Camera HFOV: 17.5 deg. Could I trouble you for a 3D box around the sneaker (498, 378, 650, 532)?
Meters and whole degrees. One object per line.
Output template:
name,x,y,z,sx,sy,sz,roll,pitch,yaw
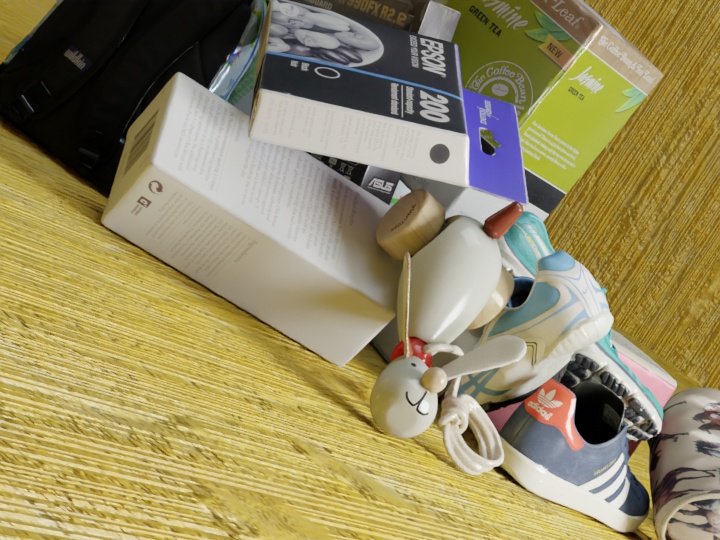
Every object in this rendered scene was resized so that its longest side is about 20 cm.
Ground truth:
sneaker,0.170,0.128,1.679,0.075,0.085,0.200,37,6,32

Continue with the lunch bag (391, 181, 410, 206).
lunch bag,-0.053,-0.088,2.013,0.160,0.076,0.199,34,-17,-32

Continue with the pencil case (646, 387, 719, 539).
pencil case,0.261,0.158,1.753,0.089,0.078,0.200,17,22,-3

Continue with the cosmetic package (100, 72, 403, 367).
cosmetic package,-0.068,-0.034,1.581,0.199,0.071,0.102,32,39,-17

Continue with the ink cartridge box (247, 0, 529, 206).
ink cartridge box,0.024,-0.121,1.632,0.198,0.044,0.198,14,24,-7

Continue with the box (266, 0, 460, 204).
box,-0.036,-0.159,1.813,0.199,0.159,0.048,24,6,34

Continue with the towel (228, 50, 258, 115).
towel,-0.127,-0.137,1.805,0.200,0.149,0.031,48,-6,31

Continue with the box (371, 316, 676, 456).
box,0.122,0.067,1.806,0.199,0.109,0.128,31,6,-21

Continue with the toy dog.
toy dog,0.064,0.021,1.520,0.131,0.096,0.201,26,42,-34

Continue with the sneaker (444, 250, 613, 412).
sneaker,0.112,0.049,1.640,0.071,0.200,0.073,-15,72,-30

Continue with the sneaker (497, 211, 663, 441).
sneaker,0.161,0.042,1.703,0.200,0.080,0.077,51,-36,-16

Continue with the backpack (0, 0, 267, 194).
backpack,-0.157,-0.164,1.731,0.163,0.201,0.154,34,5,13

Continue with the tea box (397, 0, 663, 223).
tea box,0.092,-0.155,1.848,0.200,0.197,0.133,44,9,30
